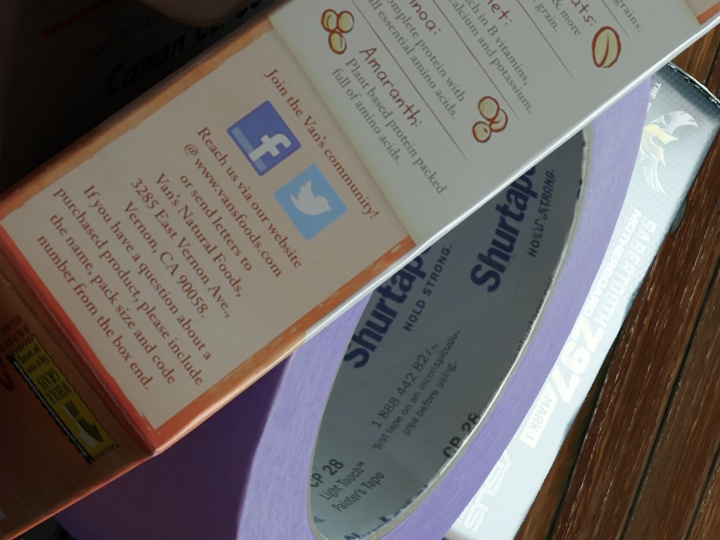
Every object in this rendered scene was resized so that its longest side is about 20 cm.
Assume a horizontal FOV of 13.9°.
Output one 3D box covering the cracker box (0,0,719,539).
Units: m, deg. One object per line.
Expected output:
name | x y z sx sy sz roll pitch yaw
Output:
cracker box | -0.004 -0.027 0.608 0.200 0.058 0.134 -38 -178 -25

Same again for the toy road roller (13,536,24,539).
toy road roller | -0.155 0.037 0.732 0.146 0.122 0.201 -32 142 -57

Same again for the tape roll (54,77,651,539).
tape roll | 0.000 0.000 0.790 0.200 0.065 0.201 -48 155 -32

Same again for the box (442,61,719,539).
box | 0.036 0.005 1.133 0.051 0.157 0.201 32 79 -32

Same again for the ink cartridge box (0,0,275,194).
ink cartridge box | -0.092 -0.081 0.645 0.116 0.199 0.068 -38 146 -51

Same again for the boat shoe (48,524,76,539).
boat shoe | -0.084 0.111 0.875 0.200 0.066 0.075 -86 162 -60

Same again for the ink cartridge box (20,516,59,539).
ink cartridge box | -0.131 0.047 0.884 0.201 0.067 0.116 -66 161 0
